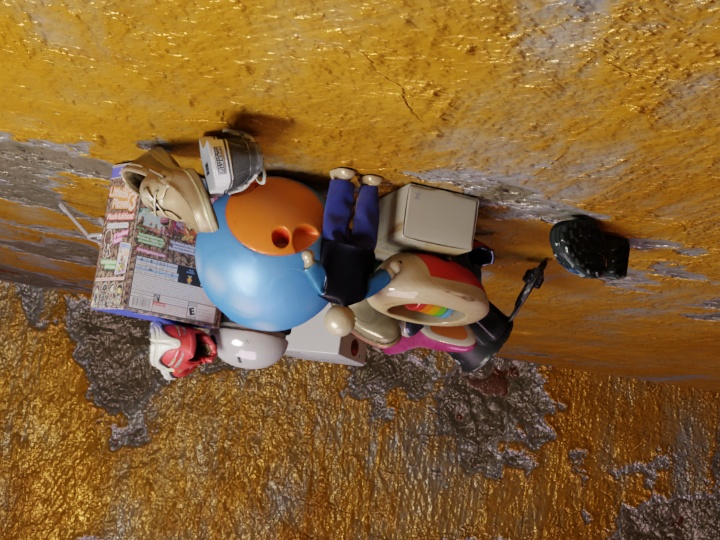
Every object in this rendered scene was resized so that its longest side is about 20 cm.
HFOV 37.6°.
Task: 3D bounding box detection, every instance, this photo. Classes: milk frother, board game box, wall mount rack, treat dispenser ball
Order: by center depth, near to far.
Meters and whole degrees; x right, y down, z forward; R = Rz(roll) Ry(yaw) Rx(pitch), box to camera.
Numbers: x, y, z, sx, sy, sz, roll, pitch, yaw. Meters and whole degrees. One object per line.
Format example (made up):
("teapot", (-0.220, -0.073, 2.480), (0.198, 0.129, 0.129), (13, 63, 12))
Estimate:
("treat dispenser ball", (-0.117, -0.023, 1.388), (0.197, 0.204, 0.201), (8, 171, 1))
("board game box", (-0.270, -0.032, 1.466), (0.158, 0.203, 0.096), (16, 169, -41))
("milk frother", (0.178, 0.023, 1.701), (0.188, 0.201, 0.180), (43, 149, -12))
("wall mount rack", (-0.415, -0.070, 1.816), (0.171, 0.076, 0.200), (0, 169, 22))

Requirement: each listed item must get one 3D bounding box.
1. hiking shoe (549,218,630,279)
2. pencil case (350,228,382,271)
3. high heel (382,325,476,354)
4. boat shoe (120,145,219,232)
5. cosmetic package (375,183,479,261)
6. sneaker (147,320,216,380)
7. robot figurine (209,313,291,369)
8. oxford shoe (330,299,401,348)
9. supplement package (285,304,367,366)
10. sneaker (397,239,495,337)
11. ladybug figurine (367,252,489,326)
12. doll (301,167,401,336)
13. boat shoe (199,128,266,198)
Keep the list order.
("hiking shoe", (0.293, -0.022, 1.437), (0.086, 0.076, 0.199), (1, 169, 36))
("pencil case", (0.000, 0.000, 1.588), (0.199, 0.085, 0.093), (35, 132, 4))
("high heel", (0.100, 0.112, 1.630), (0.198, 0.097, 0.067), (14, -141, 36))
("boat shoe", (-0.228, -0.089, 1.259), (0.064, 0.073, 0.200), (-26, -143, -20))
("cosmetic package", (0.072, -0.057, 1.426), (0.104, 0.072, 0.200), (11, 171, -15))
("sneaker", (-0.243, 0.117, 1.501), (0.083, 0.078, 0.200), (3, 173, 3))
("robot figurine", (-0.157, 0.043, 1.557), (0.149, 0.203, 0.124), (15, 167, -36))
("oxford shoe", (-0.012, 0.022, 1.480), (0.200, 0.070, 0.075), (48, 153, 18))
("supplement package", (-0.070, 0.064, 1.939), (0.145, 0.195, 0.200), (5, 172, 15))
("sneaker", (0.128, 0.023, 1.531), (0.084, 0.201, 0.076), (18, 144, 29))
("ladybug figurine", (0.093, 0.025, 1.420), (0.135, 0.073, 0.198), (-15, 156, 42))
("doll", (-0.011, -0.019, 1.314), (0.135, 0.203, 0.048), (12, 171, -25))
("boat shoe", (-0.143, -0.125, 1.195), (0.067, 0.075, 0.199), (-10, -179, -11))
